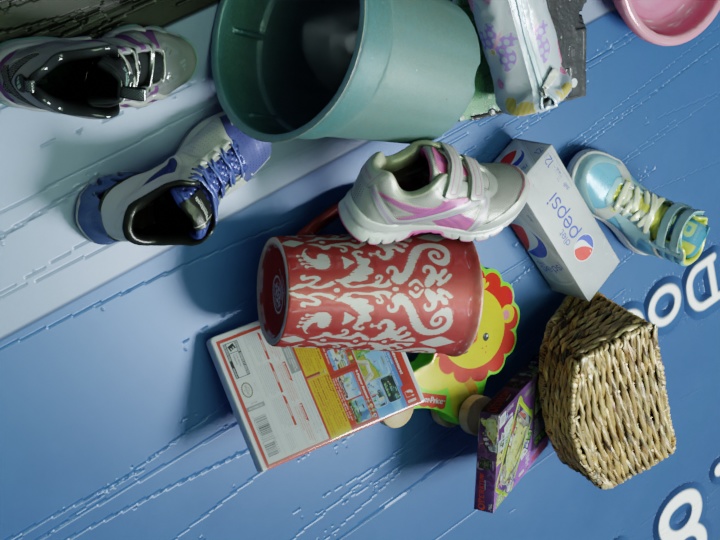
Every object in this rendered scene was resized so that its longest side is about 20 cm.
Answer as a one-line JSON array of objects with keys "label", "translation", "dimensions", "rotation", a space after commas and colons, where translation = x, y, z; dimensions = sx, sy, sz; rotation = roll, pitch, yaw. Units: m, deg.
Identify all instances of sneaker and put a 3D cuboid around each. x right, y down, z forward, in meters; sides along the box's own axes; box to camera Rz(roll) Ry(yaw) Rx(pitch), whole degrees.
[{"label": "sneaker", "translation": [-0.206, -0.164, 1.177], "dimensions": [0.200, 0.140, 0.078], "rotation": [-15, 112, -33]}, {"label": "sneaker", "translation": [-0.151, -0.072, 1.263], "dimensions": [0.199, 0.115, 0.081], "rotation": [-33, 121, -26]}, {"label": "sneaker", "translation": [0.081, -0.081, 1.344], "dimensions": [0.200, 0.081, 0.088], "rotation": [-9, 145, -23]}, {"label": "sneaker", "translation": [0.339, -0.074, 1.622], "dimensions": [0.200, 0.130, 0.080], "rotation": [32, 84, -38]}]

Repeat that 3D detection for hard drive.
[{"label": "hard drive", "translation": [0.165, -0.245, 1.501], "dimensions": [0.200, 0.038, 0.140], "rotation": [-16, 112, -34]}]

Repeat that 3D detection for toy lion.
[{"label": "toy lion", "translation": [0.092, 0.081, 1.532], "dimensions": [0.200, 0.069, 0.192], "rotation": [10, 90, -38]}]

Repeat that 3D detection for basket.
[{"label": "basket", "translation": [0.268, 0.141, 1.637], "dimensions": [0.143, 0.149, 0.200], "rotation": [-26, 120, -17]}]

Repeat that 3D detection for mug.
[{"label": "mug", "translation": [-0.001, 0.011, 1.393], "dimensions": [0.200, 0.178, 0.134], "rotation": [0, 121, -21]}]

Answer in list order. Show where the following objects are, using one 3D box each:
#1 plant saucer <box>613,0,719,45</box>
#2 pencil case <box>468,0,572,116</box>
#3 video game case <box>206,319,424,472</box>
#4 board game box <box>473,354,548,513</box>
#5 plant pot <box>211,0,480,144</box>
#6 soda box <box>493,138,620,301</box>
[{"label": "plant saucer", "translation": [0.356, -0.365, 1.602], "dimensions": [0.200, 0.051, 0.201], "rotation": [-12, 111, -34]}, {"label": "pencil case", "translation": [0.156, -0.258, 1.410], "dimensions": [0.083, 0.091, 0.200], "rotation": [-16, 117, 11]}, {"label": "video game case", "translation": [-0.044, 0.105, 1.409], "dimensions": [0.200, 0.017, 0.143], "rotation": [-20, 85, -28]}, {"label": "board game box", "translation": [0.179, 0.184, 1.582], "dimensions": [0.200, 0.032, 0.120], "rotation": [-31, 123, -61]}, {"label": "plant pot", "translation": [-0.002, -0.206, 1.299], "dimensions": [0.196, 0.200, 0.201], "rotation": [6, 99, -45]}, {"label": "soda box", "translation": [0.220, -0.057, 1.580], "dimensions": [0.068, 0.063, 0.200], "rotation": [-50, 127, -17]}]
